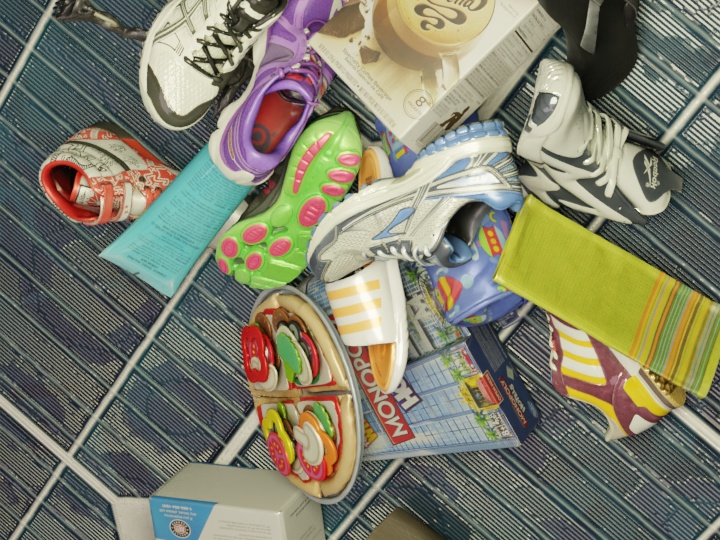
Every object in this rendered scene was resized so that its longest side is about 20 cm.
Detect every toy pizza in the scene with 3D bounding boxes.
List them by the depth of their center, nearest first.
[{"bbox_3d":[-0.059,0.111,1.656,0.200,0.032,0.201,33,130,52],"label":"toy pizza"}]

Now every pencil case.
[{"bbox_3d":[0.080,-0.051,1.513,0.078,0.087,0.200,113,139,-71],"label":"pencil case"}]

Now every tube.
[{"bbox_3d":[-0.136,-0.061,1.606,0.077,0.050,0.200,33,115,-20],"label":"tube"}]

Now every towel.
[{"bbox_3d":[0.202,0.020,1.483,0.200,0.086,0.018,29,148,-11],"label":"towel"}]

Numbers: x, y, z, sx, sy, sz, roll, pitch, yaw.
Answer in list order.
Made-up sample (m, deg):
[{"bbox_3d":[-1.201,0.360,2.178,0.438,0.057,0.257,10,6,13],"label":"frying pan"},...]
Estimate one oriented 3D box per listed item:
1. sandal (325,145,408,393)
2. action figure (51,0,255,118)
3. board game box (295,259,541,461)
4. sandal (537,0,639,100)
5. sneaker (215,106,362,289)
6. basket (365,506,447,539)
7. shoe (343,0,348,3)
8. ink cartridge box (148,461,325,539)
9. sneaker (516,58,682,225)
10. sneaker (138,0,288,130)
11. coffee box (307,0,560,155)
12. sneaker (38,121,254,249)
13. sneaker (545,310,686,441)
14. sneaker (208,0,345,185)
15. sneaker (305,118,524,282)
[{"bbox_3d":[-0.002,0.001,1.556,0.079,0.059,0.207,152,114,-72],"label":"sandal"},{"bbox_3d":[-0.150,-0.209,1.580,0.200,0.102,0.119,25,101,-27],"label":"action figure"},{"bbox_3d":[0.023,0.086,1.648,0.200,0.062,0.200,-25,100,31],"label":"board game box"},{"bbox_3d":[0.181,-0.188,1.392,0.076,0.200,0.043,-39,61,-2],"label":"sandal"},{"bbox_3d":[-0.053,-0.059,1.609,0.077,0.084,0.200,37,122,-8],"label":"sneaker"},{"bbox_3d":[0.073,0.319,1.688,0.200,0.136,0.180,41,128,8],"label":"basket"},{"bbox_3d":[-0.008,-0.305,1.472,0.071,0.091,0.201,-11,107,29],"label":"shoe"},{"bbox_3d":[-0.108,0.294,1.790,0.144,0.084,0.201,3,112,25],"label":"ink cartridge box"},{"bbox_3d":[0.188,-0.093,1.440,0.129,0.080,0.199,14,156,6],"label":"sneaker"},{"bbox_3d":[-0.108,-0.203,1.497,0.076,0.088,0.200,29,86,-28],"label":"sneaker"},{"bbox_3d":[0.075,-0.198,1.426,0.200,0.080,0.113,-45,72,6],"label":"coffee box"},{"bbox_3d":[-0.187,-0.056,1.660,0.201,0.108,0.067,30,122,11],"label":"sneaker"},{"bbox_3d":[0.177,0.053,1.550,0.090,0.075,0.200,-37,92,28],"label":"sneaker"},{"bbox_3d":[-0.048,-0.158,1.515,0.081,0.200,0.083,27,166,-21],"label":"sneaker"},{"bbox_3d":[0.041,-0.034,1.445,0.200,0.077,0.085,-34,74,29],"label":"sneaker"}]
